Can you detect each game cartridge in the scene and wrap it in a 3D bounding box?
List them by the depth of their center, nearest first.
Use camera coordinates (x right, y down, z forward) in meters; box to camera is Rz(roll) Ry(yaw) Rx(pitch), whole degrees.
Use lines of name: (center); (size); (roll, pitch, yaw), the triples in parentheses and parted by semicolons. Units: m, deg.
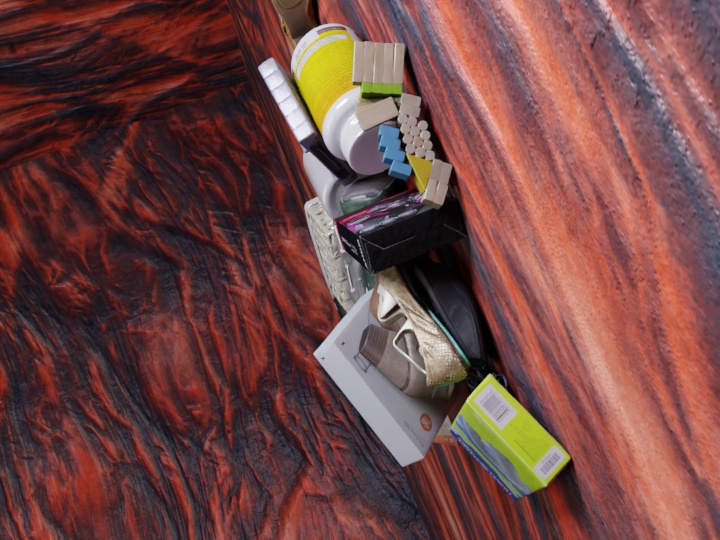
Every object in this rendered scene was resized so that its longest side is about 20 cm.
game cartridge: (-0.071, -0.201, 1.038); (0.131, 0.038, 0.200); (57, -172, 18)

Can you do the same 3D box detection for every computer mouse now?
computer mouse: (0.129, 0.068, 0.933); (0.203, 0.052, 0.138); (60, 175, 1)

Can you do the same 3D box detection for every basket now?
basket: (-0.003, -0.037, 1.334); (0.124, 0.133, 0.204); (-128, 18, -54)

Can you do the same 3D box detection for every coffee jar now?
coffee jar: (0.039, -0.034, 1.105); (0.105, 0.083, 0.204); (-52, -51, -55)

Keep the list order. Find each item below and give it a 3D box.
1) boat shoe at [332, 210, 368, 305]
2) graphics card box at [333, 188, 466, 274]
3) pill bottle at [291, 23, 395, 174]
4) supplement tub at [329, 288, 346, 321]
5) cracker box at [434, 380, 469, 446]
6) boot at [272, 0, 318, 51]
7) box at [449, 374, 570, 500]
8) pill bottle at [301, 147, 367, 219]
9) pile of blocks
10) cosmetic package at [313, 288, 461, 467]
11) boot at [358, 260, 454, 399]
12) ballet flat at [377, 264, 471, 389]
boat shoe: (0.000, 0.000, 1.172); (0.066, 0.056, 0.206); (-25, -72, -56)
graphics card box: (0.042, -0.054, 0.932); (0.200, 0.123, 0.052); (-133, 23, -75)
pill bottle: (-0.014, -0.219, 0.963); (0.110, 0.107, 0.202); (78, 170, -52)
supplement tub: (0.020, 0.106, 1.593); (0.123, 0.120, 0.204); (97, 153, -76)
cracker box: (0.103, 0.171, 1.191); (0.133, 0.057, 0.205); (-12, 99, 59)
boot: (-0.114, -0.464, 1.285); (0.156, 0.075, 0.203); (-115, 0, -62)
box: (0.166, 0.202, 0.872); (0.122, 0.047, 0.201); (46, 165, 17)
pill bottle: (-0.035, -0.176, 1.241); (0.202, 0.112, 0.116); (-117, 9, -49)
pile of blocks: (0.038, -0.157, 0.841); (0.062, 0.080, 0.204); (123, 126, -81)
cosmetic package: (0.043, 0.143, 1.042); (0.051, 0.151, 0.201); (-32, 100, 42)
boot: (0.083, 0.070, 1.015); (0.070, 0.144, 0.204); (-34, 34, 66)
ballet flat: (0.058, 0.059, 0.910); (0.202, 0.065, 0.071); (57, 180, 36)
